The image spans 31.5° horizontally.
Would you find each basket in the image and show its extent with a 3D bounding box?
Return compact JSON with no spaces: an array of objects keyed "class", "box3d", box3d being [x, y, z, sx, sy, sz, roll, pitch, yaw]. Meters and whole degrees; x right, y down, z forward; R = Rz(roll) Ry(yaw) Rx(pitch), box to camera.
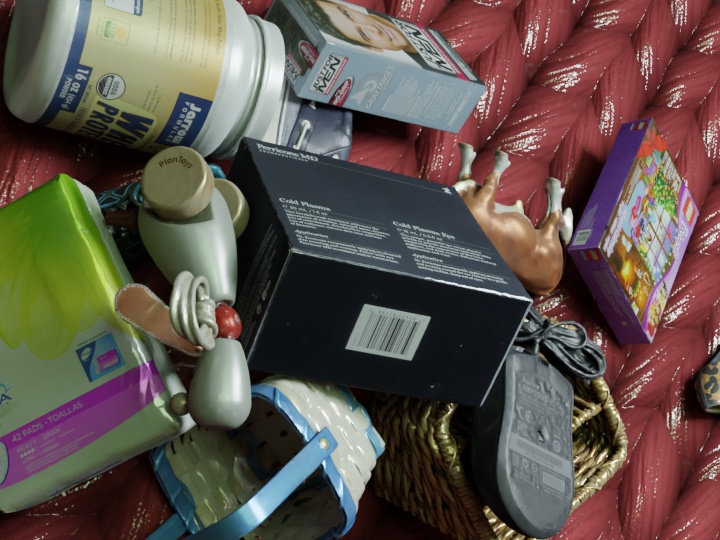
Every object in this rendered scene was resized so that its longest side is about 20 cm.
[{"class":"basket","box3d":[0.123,0.122,1.073,0.200,0.149,0.144,-29,130,-38]},{"class":"basket","box3d":[-0.083,0.158,0.935,0.200,0.176,0.140,-32,91,-50]}]

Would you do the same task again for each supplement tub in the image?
[{"class":"supplement tub","box3d":[-0.176,-0.171,1.043,0.199,0.144,0.145,13,63,-28]}]

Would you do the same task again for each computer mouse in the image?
[{"class":"computer mouse","box3d":[0.130,0.121,1.012,0.138,0.053,0.201,34,50,-29]}]

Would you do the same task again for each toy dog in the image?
[{"class":"toy dog","box3d":[-0.131,0.010,0.886,0.132,0.096,0.201,63,19,-45]}]

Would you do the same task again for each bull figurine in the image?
[{"class":"bull figurine","box3d":[0.125,-0.048,1.226,0.199,0.065,0.122,24,82,-34]}]

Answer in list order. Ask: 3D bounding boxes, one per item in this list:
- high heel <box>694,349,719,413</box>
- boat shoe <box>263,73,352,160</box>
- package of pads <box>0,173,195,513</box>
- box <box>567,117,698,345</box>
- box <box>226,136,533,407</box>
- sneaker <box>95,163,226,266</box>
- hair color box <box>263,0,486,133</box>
[{"class":"high heel","box3d":[0.442,0.160,1.341,0.200,0.072,0.142,42,44,10]},{"class":"boat shoe","box3d":[-0.057,-0.087,1.126,0.092,0.075,0.201,19,59,-16]},{"class":"package of pads","box3d":[-0.228,0.055,0.910,0.154,0.068,0.201,-26,83,6]},{"class":"box","box3d":[0.287,-0.042,1.326,0.137,0.039,0.200,55,47,-31]},{"class":"box","box3d":[0.000,0.000,0.989,0.199,0.105,0.182,12,27,-23]},{"class":"sneaker","box3d":[-0.193,-0.039,1.011,0.200,0.082,0.073,-31,89,-38]},{"class":"hair color box","box3d":[0.012,-0.195,1.192,0.199,0.061,0.099,7,37,-40]}]
